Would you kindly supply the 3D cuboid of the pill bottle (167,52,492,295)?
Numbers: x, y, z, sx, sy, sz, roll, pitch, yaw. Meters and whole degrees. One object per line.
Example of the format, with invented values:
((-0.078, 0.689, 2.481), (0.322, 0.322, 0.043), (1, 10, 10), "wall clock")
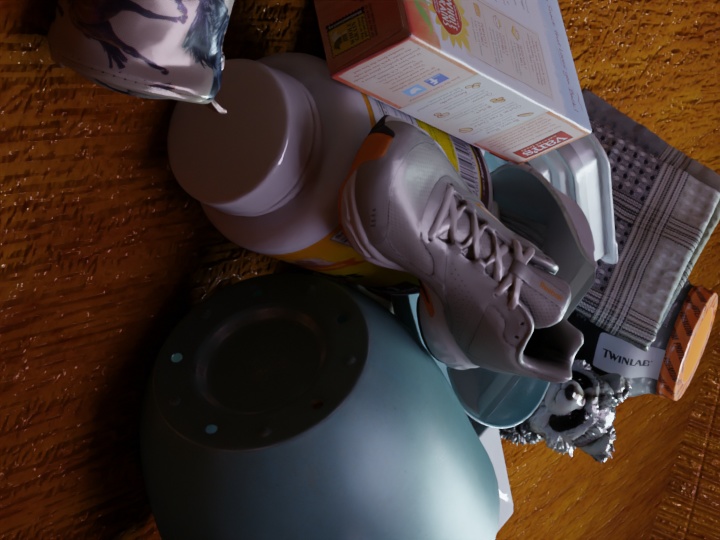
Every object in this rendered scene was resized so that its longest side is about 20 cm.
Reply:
((-0.017, -0.054, 1.133), (0.200, 0.109, 0.109), (19, 92, -57), "pill bottle")

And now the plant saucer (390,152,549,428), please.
((0.070, 0.003, 1.322), (0.200, 0.027, 0.201), (21, 65, -53), "plant saucer")

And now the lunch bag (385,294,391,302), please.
((0.040, 0.052, 1.472), (0.200, 0.094, 0.151), (-46, -159, 60), "lunch bag")

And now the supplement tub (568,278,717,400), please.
((0.187, 0.029, 1.716), (0.123, 0.200, 0.123), (-55, 157, -37), "supplement tub")

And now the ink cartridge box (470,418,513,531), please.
((-0.016, 0.151, 1.323), (0.116, 0.200, 0.067), (-37, 118, -63), "ink cartridge box")

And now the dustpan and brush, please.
((0.081, -0.027, 1.241), (0.140, 0.057, 0.200), (-55, -160, 36), "dustpan and brush")

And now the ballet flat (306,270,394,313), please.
((0.000, 0.000, 1.350), (0.068, 0.067, 0.200), (-7, 116, -70), "ballet flat")

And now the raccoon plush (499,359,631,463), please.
((0.143, 0.101, 1.697), (0.200, 0.134, 0.097), (-97, -158, -85), "raccoon plush")

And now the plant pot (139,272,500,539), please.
((-0.035, 0.098, 1.169), (0.201, 0.200, 0.161), (-58, 146, -31), "plant pot")

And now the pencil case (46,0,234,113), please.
((-0.072, -0.173, 0.922), (0.089, 0.078, 0.200), (15, 95, -52), "pencil case")

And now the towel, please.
((0.188, -0.054, 1.658), (0.200, 0.192, 0.035), (-58, 176, -36), "towel")

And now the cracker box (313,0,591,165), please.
((0.045, -0.149, 1.141), (0.200, 0.058, 0.134), (19, 53, -54), "cracker box")

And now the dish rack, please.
((0.108, -0.084, 1.454), (0.044, 0.172, 0.200), (-37, 155, -10), "dish rack")

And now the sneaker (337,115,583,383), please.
((0.063, -0.009, 1.084), (0.076, 0.092, 0.200), (-60, 142, -18), "sneaker")
